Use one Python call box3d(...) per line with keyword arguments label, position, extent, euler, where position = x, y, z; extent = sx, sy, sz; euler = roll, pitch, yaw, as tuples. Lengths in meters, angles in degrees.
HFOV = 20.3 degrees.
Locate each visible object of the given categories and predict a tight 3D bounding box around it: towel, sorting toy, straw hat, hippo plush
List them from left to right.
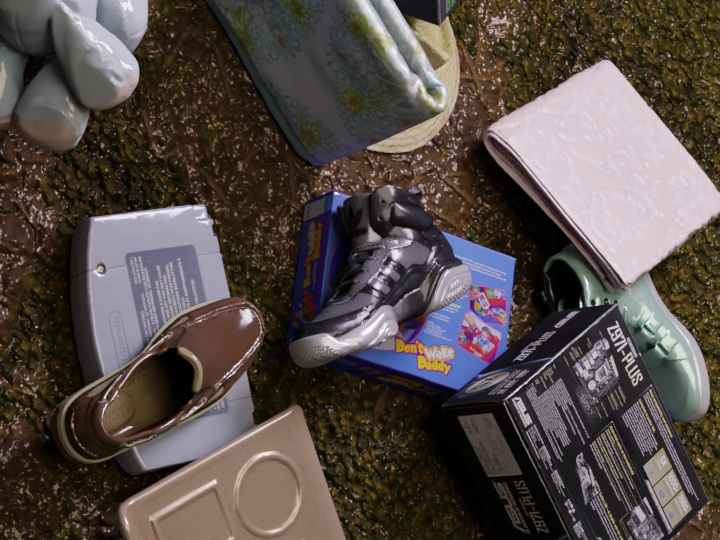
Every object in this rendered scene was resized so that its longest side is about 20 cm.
box3d(label="hippo plush", position=(-0.245, -0.205, 1.531), extent=(0.161, 0.158, 0.201), euler=(-69, 139, -61))
box3d(label="sorting toy", position=(-0.092, 0.226, 1.557), extent=(0.199, 0.036, 0.187), euler=(-29, 107, -39))
box3d(label="towel", position=(-0.035, -0.190, 1.635), extent=(0.048, 0.171, 0.201), euler=(-41, 103, -34))
box3d(label="straw hat", position=(0.033, -0.209, 1.743), extent=(0.200, 0.085, 0.203), euler=(11, 71, -34))
box3d(label="towel", position=(0.228, -0.090, 1.851), extent=(0.191, 0.032, 0.199), euler=(51, 45, 8))

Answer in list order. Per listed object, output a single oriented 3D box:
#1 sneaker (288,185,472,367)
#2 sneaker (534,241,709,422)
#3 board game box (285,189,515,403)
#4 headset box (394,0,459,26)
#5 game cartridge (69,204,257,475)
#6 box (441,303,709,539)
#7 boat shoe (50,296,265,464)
box3d(label="sneaker", position=(0.000, 0.000, 1.618), extent=(0.199, 0.075, 0.115), euler=(-26, 93, -43))
box3d(label="sneaker", position=(0.233, 0.062, 1.825), extent=(0.118, 0.074, 0.202), euler=(-23, 83, -44))
box3d(label="board game box", position=(0.038, 0.029, 1.710), extent=(0.199, 0.045, 0.136), euler=(20, 67, -31))
box3d(label="headset box", position=(0.032, -0.318, 1.711), extent=(0.200, 0.173, 0.093), euler=(-53, 154, -32))
box3d(label="game cartridge", position=(-0.158, 0.053, 1.568), extent=(0.132, 0.041, 0.202), euler=(-9, 83, -33))
box3d(label="box", position=(0.184, 0.157, 1.710), extent=(0.163, 0.086, 0.201), euler=(-36, 106, -35))
box3d(label="boat shoe", position=(-0.136, 0.082, 1.508), extent=(0.202, 0.075, 0.075), euler=(-39, 101, -36))
